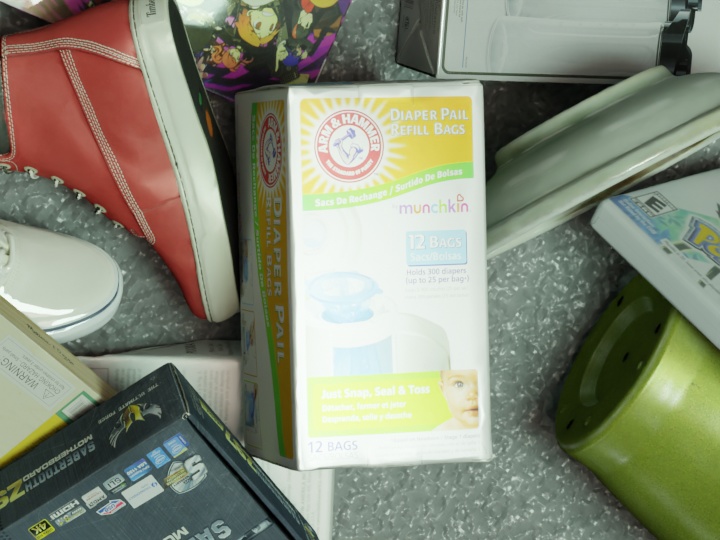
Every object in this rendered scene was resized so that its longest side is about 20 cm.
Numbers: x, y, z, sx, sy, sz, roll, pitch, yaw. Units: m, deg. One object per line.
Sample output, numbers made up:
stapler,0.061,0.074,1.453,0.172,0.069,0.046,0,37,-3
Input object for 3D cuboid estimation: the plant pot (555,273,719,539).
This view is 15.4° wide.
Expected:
plant pot,0.224,0.092,1.530,0.193,0.200,0.201,32,88,-13

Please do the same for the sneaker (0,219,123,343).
sneaker,-0.216,-0.007,1.366,0.200,0.071,0.073,7,60,-16

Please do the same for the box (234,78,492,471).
box,0.000,0.000,1.403,0.112,0.101,0.201,-2,92,-18

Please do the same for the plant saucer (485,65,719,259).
plant saucer,0.130,-0.066,1.450,0.200,0.200,0.050,-27,87,-14

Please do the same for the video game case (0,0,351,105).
video game case,-0.087,-0.196,1.417,0.200,0.036,0.182,23,94,-24

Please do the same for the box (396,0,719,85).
box,0.126,-0.165,1.495,0.200,0.060,0.117,1,101,-22

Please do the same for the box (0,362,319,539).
box,-0.137,0.160,1.406,0.200,0.051,0.158,-31,129,6

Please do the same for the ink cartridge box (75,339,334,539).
ink cartridge box,-0.114,0.120,1.479,0.199,0.047,0.161,2,101,-5

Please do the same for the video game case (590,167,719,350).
video game case,0.254,0.013,1.489,0.182,0.200,0.022,-15,141,-43

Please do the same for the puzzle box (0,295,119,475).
puzzle box,-0.205,0.084,1.383,0.133,0.025,0.200,-39,125,10

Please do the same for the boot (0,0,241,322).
boot,-0.144,-0.048,1.418,0.144,0.072,0.200,-13,124,6
